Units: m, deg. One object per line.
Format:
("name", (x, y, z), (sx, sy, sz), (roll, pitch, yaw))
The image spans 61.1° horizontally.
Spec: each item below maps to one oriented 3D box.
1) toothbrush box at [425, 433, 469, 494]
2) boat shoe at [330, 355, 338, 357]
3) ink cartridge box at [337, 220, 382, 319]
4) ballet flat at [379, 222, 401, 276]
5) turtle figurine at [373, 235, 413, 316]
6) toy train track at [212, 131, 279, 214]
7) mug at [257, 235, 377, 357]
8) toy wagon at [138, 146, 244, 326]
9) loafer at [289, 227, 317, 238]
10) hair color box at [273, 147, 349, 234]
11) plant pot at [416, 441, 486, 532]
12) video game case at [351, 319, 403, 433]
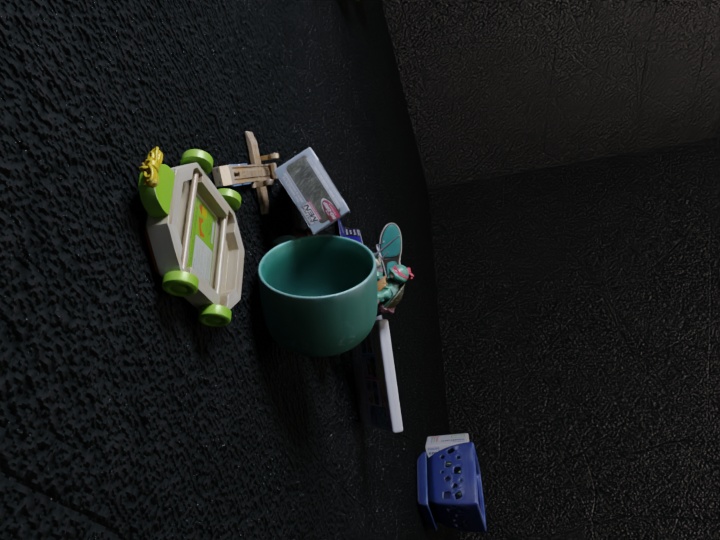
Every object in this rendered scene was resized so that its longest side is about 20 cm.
("toothbrush box", (0.311, 0.672, 2.086), (0.086, 0.145, 0.201), (-38, 118, -76))
("boat shoe", (-0.056, 0.044, 0.944), (0.065, 0.074, 0.202), (-58, 146, -45))
("ink cartridge box", (0.000, 0.000, 1.259), (0.200, 0.040, 0.200), (-102, 177, -57))
("ballet flat", (0.086, -0.036, 1.761), (0.069, 0.069, 0.201), (-30, 115, -77))
("turtle figurine", (0.020, 0.039, 1.058), (0.101, 0.200, 0.150), (39, 19, 3))
("toy train track", (-0.139, -0.129, 0.804), (0.200, 0.032, 0.115), (-45, 125, -74))
("mug", (-0.052, 0.031, 0.808), (0.185, 0.151, 0.115), (-85, 174, -59))
("toy wagon", (-0.166, -0.043, 0.599), (0.200, 0.039, 0.156), (61, 23, -57))
("loafer", (-0.062, -0.026, 0.999), (0.200, 0.071, 0.073), (41, 41, -72))
("hair color box", (-0.067, -0.110, 0.887), (0.099, 0.061, 0.200), (57, 1, -5))
("plant pot", (0.267, 0.649, 1.810), (0.200, 0.179, 0.200), (-87, 164, -46))
("video game case", (0.025, 0.196, 1.157), (0.182, 0.024, 0.201), (159, -76, -70))
